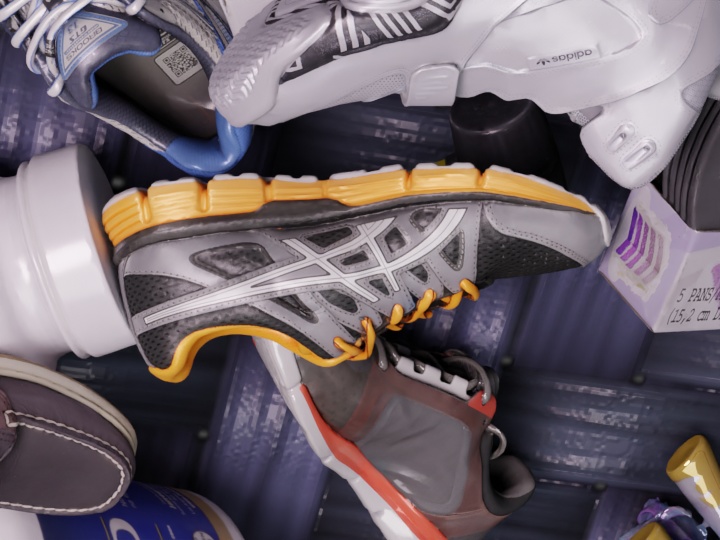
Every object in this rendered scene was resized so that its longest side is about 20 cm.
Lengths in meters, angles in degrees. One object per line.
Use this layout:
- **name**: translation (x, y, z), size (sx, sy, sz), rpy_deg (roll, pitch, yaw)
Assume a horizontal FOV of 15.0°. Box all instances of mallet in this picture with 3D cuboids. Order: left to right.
- **mallet**: translation (-0.008, -0.019, 1.154), size (0.200, 0.041, 0.066), rpy_deg (-21, 126, 14)

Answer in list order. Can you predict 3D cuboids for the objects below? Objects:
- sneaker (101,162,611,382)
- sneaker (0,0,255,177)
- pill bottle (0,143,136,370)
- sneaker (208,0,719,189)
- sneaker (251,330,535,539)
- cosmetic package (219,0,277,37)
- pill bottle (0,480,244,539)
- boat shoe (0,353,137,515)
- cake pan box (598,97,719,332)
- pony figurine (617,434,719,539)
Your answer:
- **sneaker**: translation (0.000, 0.000, 1.078), size (0.200, 0.078, 0.077), rpy_deg (-5, 82, 3)
- **sneaker**: translation (-0.107, -0.110, 1.047), size (0.077, 0.085, 0.200), rpy_deg (-41, 118, 20)
- **pill bottle**: translation (-0.194, 0.018, 1.106), size (0.200, 0.112, 0.112), rpy_deg (-17, 124, 6)
- **sneaker**: translation (0.051, -0.075, 0.999), size (0.200, 0.075, 0.115), rpy_deg (-26, 110, 8)
- **sneaker**: translation (0.014, 0.051, 1.184), size (0.082, 0.077, 0.200), rpy_deg (-33, 134, 3)
- **cosmetic package**: translation (0.036, -0.155, 1.042), size (0.200, 0.074, 0.102), rpy_deg (-15, 125, 6)
- **pill bottle**: translation (-0.150, 0.141, 1.149), size (0.200, 0.120, 0.120), rpy_deg (13, 126, -47)
- **boat shoe**: translation (-0.173, 0.066, 1.031), size (0.200, 0.065, 0.072), rpy_deg (21, 124, -32)
- **cake pan box**: translation (0.207, -0.063, 1.097), size (0.200, 0.052, 0.184), rpy_deg (-1, 125, -33)
- **pony figurine**: translation (0.214, 0.161, 1.245), size (0.200, 0.167, 0.193), rpy_deg (42, 104, -12)
